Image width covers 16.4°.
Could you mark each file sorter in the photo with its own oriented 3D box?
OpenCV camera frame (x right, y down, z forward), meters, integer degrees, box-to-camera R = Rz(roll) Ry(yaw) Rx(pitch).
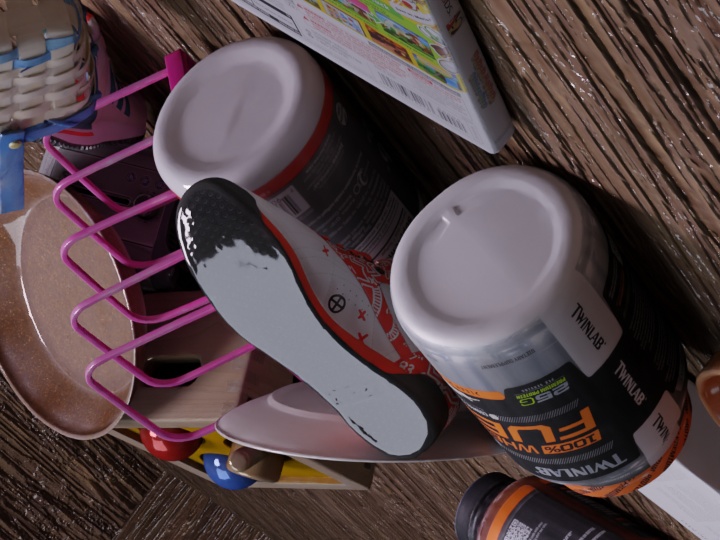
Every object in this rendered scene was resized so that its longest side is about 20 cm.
[{"bbox_3d":[-0.119,-0.009,1.629,0.139,0.125,0.201,44,-153,-53],"label":"file sorter"}]

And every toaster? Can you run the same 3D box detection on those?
[{"bbox_3d":[-0.171,-0.040,1.897,0.128,0.114,0.200,16,175,13],"label":"toaster"}]

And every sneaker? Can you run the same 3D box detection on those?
[{"bbox_3d":[-0.015,0.011,1.446,0.201,0.108,0.067,45,124,-3],"label":"sneaker"},{"bbox_3d":[-0.195,-0.141,1.786,0.070,0.094,0.200,11,-170,11],"label":"sneaker"}]

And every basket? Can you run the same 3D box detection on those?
[{"bbox_3d":[-0.243,-0.152,1.592,0.200,0.138,0.177,99,153,-66],"label":"basket"}]

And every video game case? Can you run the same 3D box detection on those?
[{"bbox_3d":[-0.020,-0.152,1.287,0.200,0.023,0.182,33,168,27],"label":"video game case"}]

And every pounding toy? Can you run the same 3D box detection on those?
[{"bbox_3d":[-0.084,0.103,1.808,0.199,0.143,0.184,-3,157,41],"label":"pounding toy"}]

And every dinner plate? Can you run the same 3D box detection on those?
[{"bbox_3d":[0.010,0.088,1.523,0.199,0.024,0.200,0,-172,0],"label":"dinner plate"}]

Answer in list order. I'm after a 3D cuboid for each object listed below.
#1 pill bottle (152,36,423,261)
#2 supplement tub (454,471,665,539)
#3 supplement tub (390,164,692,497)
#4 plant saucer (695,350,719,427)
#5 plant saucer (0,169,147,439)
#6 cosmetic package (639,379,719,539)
[{"bbox_3d":[-0.031,-0.042,1.523,0.116,0.116,0.200,27,165,42],"label":"pill bottle"},{"bbox_3d":[0.169,0.236,2.055,0.200,0.107,0.107,28,166,44],"label":"supplement tub"},{"bbox_3d":[0.109,0.041,1.404,0.122,0.123,0.200,27,166,41],"label":"supplement tub"},{"bbox_3d":[0.276,0.106,1.381,0.200,0.032,0.200,35,169,8],"label":"plant saucer"},{"bbox_3d":[-0.211,0.020,1.788,0.200,0.037,0.202,24,124,42],"label":"plant saucer"},{"bbox_3d":[0.206,0.117,1.595,0.200,0.052,0.151,38,167,-4],"label":"cosmetic package"}]
